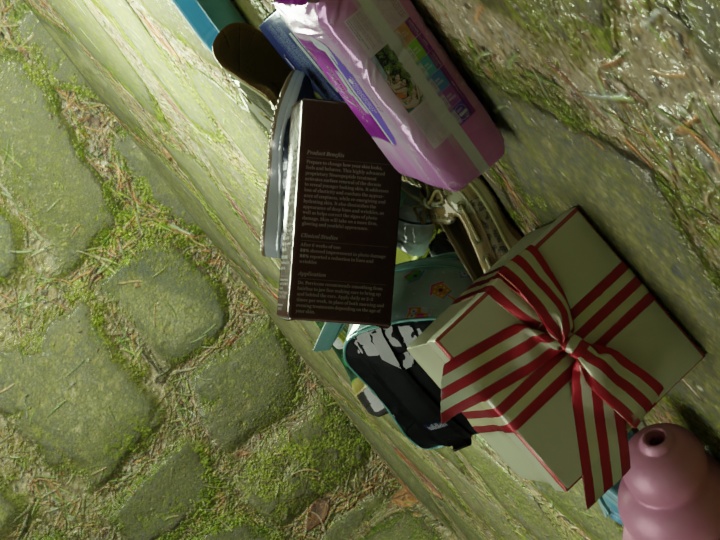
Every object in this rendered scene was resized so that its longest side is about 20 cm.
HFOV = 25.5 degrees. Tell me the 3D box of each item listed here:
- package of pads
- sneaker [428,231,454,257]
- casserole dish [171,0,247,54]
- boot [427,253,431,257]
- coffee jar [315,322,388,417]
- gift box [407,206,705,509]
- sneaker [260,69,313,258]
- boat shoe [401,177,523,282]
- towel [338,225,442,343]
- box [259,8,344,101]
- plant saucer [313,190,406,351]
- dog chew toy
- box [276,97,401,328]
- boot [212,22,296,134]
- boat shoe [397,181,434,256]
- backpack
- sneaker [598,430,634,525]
[{"bbox_3d":[0.024,-0.160,1.281,0.200,0.076,0.120,52,169,-21],"label":"package of pads"},{"bbox_3d":[0.106,0.031,1.701,0.074,0.079,0.201,44,169,32],"label":"sneaker"},{"bbox_3d":[-0.179,-0.304,1.773,0.200,0.039,0.121,53,170,-31],"label":"casserole dish"},{"bbox_3d":[0.091,0.049,1.874,0.201,0.069,0.174,52,171,-13],"label":"boot"},{"bbox_3d":[0.009,0.068,1.864,0.085,0.104,0.201,-39,78,42],"label":"coffee jar"},{"bbox_3d":[0.153,0.082,1.319,0.184,0.200,0.187,43,170,-2],"label":"gift box"},{"bbox_3d":[-0.037,-0.097,1.581,0.107,0.202,0.070,11,-152,7],"label":"sneaker"},{"bbox_3d":[0.097,-0.042,1.471,0.200,0.063,0.073,50,171,-12],"label":"boat shoe"},{"bbox_3d":[0.015,-0.001,1.761,0.086,0.201,0.018,44,-145,18],"label":"towel"},{"bbox_3d":[-0.034,-0.206,1.501,0.121,0.032,0.200,50,169,-9],"label":"box"},{"bbox_3d":[0.000,0.000,1.619,0.019,0.070,0.201,29,130,4],"label":"plant saucer"},{"bbox_3d":[0.295,0.220,1.481,0.124,0.124,0.201,38,158,49],"label":"dog chew toy"},{"bbox_3d":[-0.019,-0.052,1.462,0.099,0.202,0.075,5,-179,-13],"label":"box"},{"bbox_3d":[-0.065,-0.169,1.697,0.200,0.072,0.155,40,174,13],"label":"boot"},{"bbox_3d":[0.003,-0.064,1.684,0.201,0.074,0.087,28,120,38],"label":"boat shoe"},{"bbox_3d":[0.082,0.069,1.581,0.175,0.155,0.200,-13,142,35],"label":"backpack"},{"bbox_3d":[0.261,0.207,1.700,0.200,0.079,0.131,49,170,2],"label":"sneaker"}]
